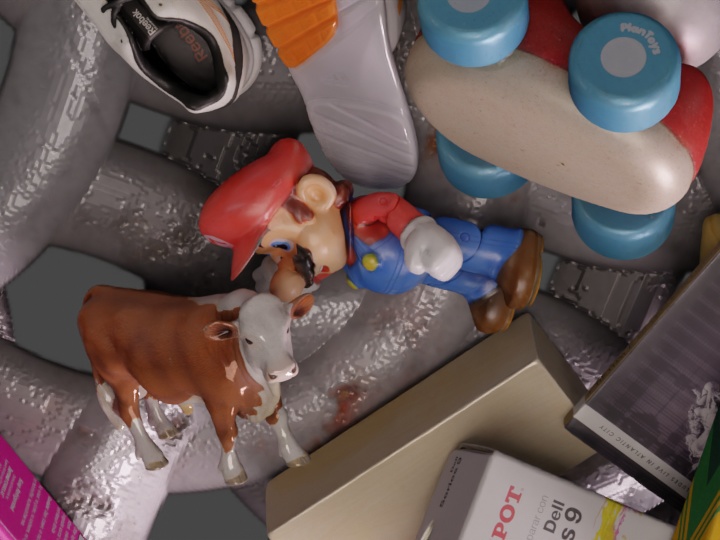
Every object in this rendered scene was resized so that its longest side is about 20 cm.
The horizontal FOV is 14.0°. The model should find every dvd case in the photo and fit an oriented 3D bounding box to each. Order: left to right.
[{"bbox_3d":[0.237,0.059,1.717,0.148,0.016,0.200,35,108,-14],"label":"dvd case"}]

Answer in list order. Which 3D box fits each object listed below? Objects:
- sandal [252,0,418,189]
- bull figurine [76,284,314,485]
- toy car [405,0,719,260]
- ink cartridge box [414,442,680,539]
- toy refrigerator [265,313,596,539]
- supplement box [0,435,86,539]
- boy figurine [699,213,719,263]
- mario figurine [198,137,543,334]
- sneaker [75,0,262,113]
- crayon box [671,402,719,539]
[{"bbox_3d":[-0.010,-0.140,1.702,0.079,0.059,0.207,0,132,19],"label":"sandal"},{"bbox_3d":[-0.090,0.060,1.724,0.065,0.199,0.122,-26,114,-37],"label":"bull figurine"},{"bbox_3d":[0.140,-0.145,1.661,0.176,0.185,0.201,24,68,17],"label":"toy car"},{"bbox_3d":[0.126,0.205,1.714,0.199,0.087,0.146,24,83,-11],"label":"ink cartridge box"},{"bbox_3d":[0.043,0.117,1.784,0.199,0.070,0.076,-34,113,13],"label":"toy refrigerator"},{"bbox_3d":[-0.236,0.180,1.796,0.101,0.103,0.200,-34,104,12],"label":"supplement box"},{"bbox_3d":[0.268,0.047,1.754,0.124,0.065,0.201,-27,110,13],"label":"boy figurine"},{"bbox_3d":[0.000,0.000,1.718,0.199,0.106,0.124,15,123,-9],"label":"mario figurine"},{"bbox_3d":[-0.134,-0.170,1.679,0.200,0.080,0.074,43,108,-11],"label":"sneaker"},{"bbox_3d":[0.243,0.169,1.677,0.126,0.051,0.201,21,84,-15],"label":"crayon box"}]
